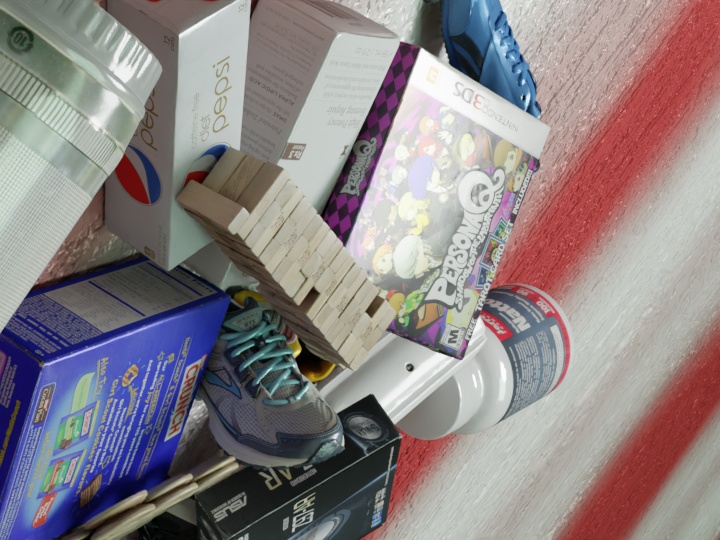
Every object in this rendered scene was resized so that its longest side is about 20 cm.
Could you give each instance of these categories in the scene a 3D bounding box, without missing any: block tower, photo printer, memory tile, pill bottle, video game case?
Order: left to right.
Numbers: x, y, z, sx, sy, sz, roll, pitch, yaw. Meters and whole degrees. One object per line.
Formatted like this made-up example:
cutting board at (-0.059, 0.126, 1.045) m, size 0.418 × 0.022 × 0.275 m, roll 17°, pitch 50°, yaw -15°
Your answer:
memory tile at (-0.190, 0.191, 1.433) m, size 0.200 × 0.017 × 0.153 m, roll -33°, pitch 174°, yaw 35°
block tower at (-0.044, -0.006, 1.332) m, size 0.058 × 0.054 × 0.200 m, roll -55°, pitch 141°, yaw -12°
photo printer at (0.000, 0.110, 1.692) m, size 0.200 × 0.070 × 0.166 m, roll -38°, pitch 178°, yaw -27°
video game case at (0.051, -0.049, 1.494) m, size 0.181 × 0.036 × 0.201 m, roll 25°, pitch 85°, yaw -48°
pill bottle at (0.110, 0.091, 1.896) m, size 0.200 × 0.119 × 0.120 m, roll -23°, pitch 139°, yaw -54°

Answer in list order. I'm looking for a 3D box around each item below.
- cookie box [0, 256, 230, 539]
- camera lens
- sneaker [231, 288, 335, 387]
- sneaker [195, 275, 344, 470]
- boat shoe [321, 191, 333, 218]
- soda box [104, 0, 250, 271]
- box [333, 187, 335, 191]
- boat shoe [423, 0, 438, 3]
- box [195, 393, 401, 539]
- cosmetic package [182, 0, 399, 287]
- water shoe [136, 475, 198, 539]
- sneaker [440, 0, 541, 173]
cookie box at (-0.196, 0.092, 1.350) m, size 0.200 × 0.075 × 0.172 m, roll -20°, pitch 137°, yaw -55°
camera lens at (-0.216, -0.063, 1.012) m, size 0.200 × 0.160 × 0.160 m, roll -56°, pitch 157°, yaw -5°
sneaker at (-0.050, 0.066, 1.595) m, size 0.078 × 0.082 × 0.200 m, roll -64°, pitch 159°, yaw 12°
sneaker at (-0.083, 0.071, 1.417) m, size 0.077 × 0.200 × 0.087 m, roll -18°, pitch 125°, yaw -33°
boat shoe at (0.000, 0.000, 1.538) m, size 0.200 × 0.076 × 0.072 m, roll 24°, pitch 124°, yaw -41°
soda box at (-0.120, -0.100, 1.278) m, size 0.068 × 0.064 × 0.200 m, roll -37°, pitch 149°, yaw -37°
box at (0.023, -0.063, 1.645) m, size 0.200 × 0.036 × 0.144 m, roll -57°, pitch 157°, yaw 2°
boat shoe at (0.089, -0.277, 1.476) m, size 0.200 × 0.060 × 0.076 m, roll -52°, pitch 156°, yaw -13°
box at (-0.050, 0.188, 1.556) m, size 0.160 × 0.044 × 0.200 m, roll -29°, pitch 158°, yaw -17°
cosmetic package at (-0.059, -0.091, 1.401) m, size 0.102 × 0.074 × 0.200 m, roll -7°, pitch 124°, yaw -61°
water shoe at (-0.152, 0.221, 1.602) m, size 0.079 × 0.071 × 0.200 m, roll -51°, pitch 155°, yaw -11°
sneaker at (0.111, -0.166, 1.587) m, size 0.066 × 0.078 × 0.201 m, roll -49°, pitch 140°, yaw -50°
